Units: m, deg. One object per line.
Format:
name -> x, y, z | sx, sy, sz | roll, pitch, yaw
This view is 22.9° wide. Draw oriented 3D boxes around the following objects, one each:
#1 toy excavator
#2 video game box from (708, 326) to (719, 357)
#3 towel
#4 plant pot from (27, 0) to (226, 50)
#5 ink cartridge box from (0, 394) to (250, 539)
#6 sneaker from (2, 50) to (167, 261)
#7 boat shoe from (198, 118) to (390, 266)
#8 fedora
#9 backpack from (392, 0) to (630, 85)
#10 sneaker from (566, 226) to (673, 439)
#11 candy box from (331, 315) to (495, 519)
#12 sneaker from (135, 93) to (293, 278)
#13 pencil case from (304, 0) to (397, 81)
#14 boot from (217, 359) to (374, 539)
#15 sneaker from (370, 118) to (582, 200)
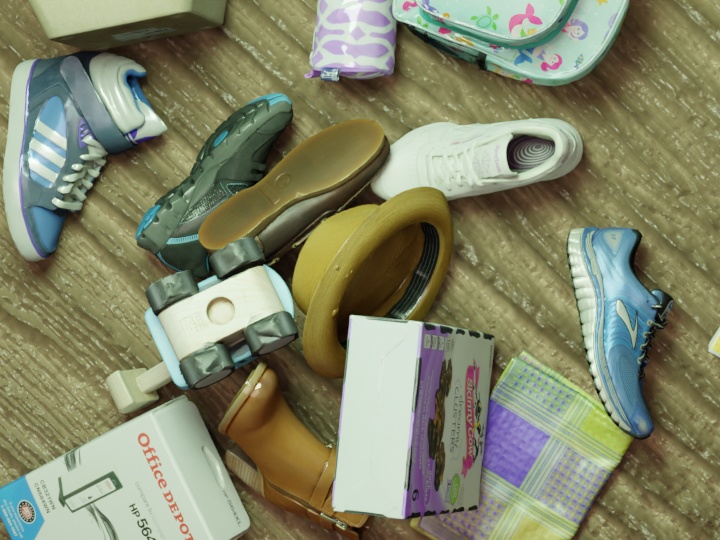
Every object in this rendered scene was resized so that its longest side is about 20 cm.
toy excavator -> -0.151, 0.070, 1.649 | 0.194, 0.200, 0.100 | -26, 78, -4
video game box -> 0.444, 0.037, 1.612 | 0.182, 0.047, 0.200 | 33, 97, 4
towel -> 0.152, 0.195, 1.679 | 0.143, 0.023, 0.200 | 34, 98, 7
plant pot -> -0.217, -0.302, 1.624 | 0.199, 0.200, 0.178 | -10, 90, 10
ink cartridge box -> -0.228, 0.228, 1.696 | 0.200, 0.084, 0.146 | -28, 87, 21
sneaker -> -0.258, -0.110, 1.702 | 0.146, 0.081, 0.201 | 0, 87, 13
boat shoe -> -0.056, -0.065, 1.657 | 0.200, 0.070, 0.070 | -32, 48, 2
fedora -> 0.000, 0.000, 1.631 | 0.082, 0.200, 0.201 | 32, 98, 31
backpack -> 0.146, -0.262, 1.601 | 0.199, 0.151, 0.178 | 26, 93, 2
sneaker -> 0.246, 0.054, 1.626 | 0.089, 0.079, 0.201 | -11, 85, 8
candy box -> 0.051, 0.131, 1.591 | 0.071, 0.200, 0.168 | 4, 87, 23
sneaker -> -0.125, -0.082, 1.698 | 0.082, 0.073, 0.200 | 39, 101, -16
pencil case -> -0.006, -0.273, 1.657 | 0.085, 0.084, 0.201 | 6, 92, 33
boot -> -0.051, 0.173, 1.634 | 0.155, 0.200, 0.077 | 29, 55, 14
sneaker -> 0.102, -0.106, 1.635 | 0.199, 0.100, 0.075 | -11, 92, 11
